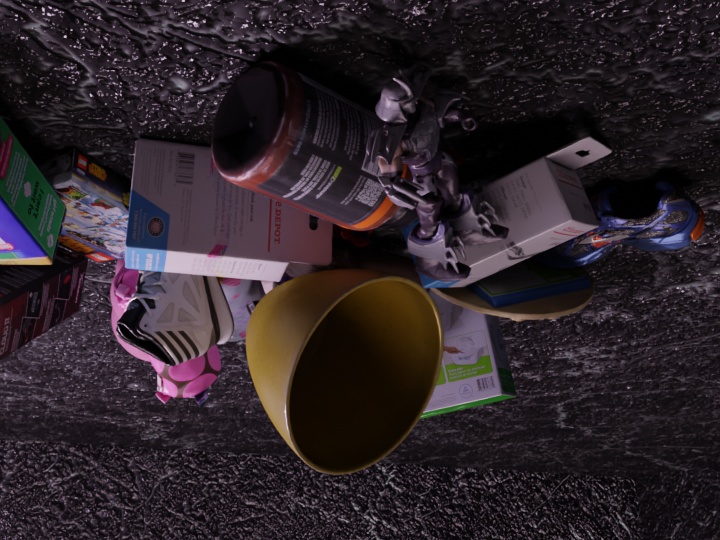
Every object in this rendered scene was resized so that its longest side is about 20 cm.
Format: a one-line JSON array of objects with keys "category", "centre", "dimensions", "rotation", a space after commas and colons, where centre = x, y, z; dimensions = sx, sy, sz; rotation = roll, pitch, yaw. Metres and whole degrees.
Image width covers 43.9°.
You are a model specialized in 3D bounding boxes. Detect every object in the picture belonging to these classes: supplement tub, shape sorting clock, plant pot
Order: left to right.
[{"category": "plant pot", "centre": [-0.035, 0.080, 0.896], "dimensions": [0.199, 0.202, 0.141], "rotation": [22, -178, -45]}, {"category": "supplement tub", "centre": [-0.026, -0.098, 0.789], "dimensions": [0.106, 0.108, 0.199], "rotation": [-17, 154, 41]}, {"category": "shape sorting clock", "centre": [0.165, 0.008, 1.017], "dimensions": [0.198, 0.201, 0.040], "rotation": [3, 119, -7]}]

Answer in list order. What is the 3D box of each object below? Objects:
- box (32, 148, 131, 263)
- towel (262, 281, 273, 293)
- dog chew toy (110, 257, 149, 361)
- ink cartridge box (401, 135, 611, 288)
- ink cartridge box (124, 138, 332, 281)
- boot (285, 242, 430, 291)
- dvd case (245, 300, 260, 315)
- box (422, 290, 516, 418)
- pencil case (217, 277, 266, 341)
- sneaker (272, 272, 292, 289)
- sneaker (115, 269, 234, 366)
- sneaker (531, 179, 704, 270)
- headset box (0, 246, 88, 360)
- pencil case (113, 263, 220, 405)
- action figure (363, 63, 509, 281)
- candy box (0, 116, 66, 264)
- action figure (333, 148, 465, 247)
[{"category": "box", "centre": [-0.303, -0.065, 0.992], "dimensions": [0.136, 0.040, 0.200], "rotation": [-9, 158, 23]}, {"category": "towel", "centre": [-0.097, 0.018, 1.234], "dimensions": [0.199, 0.033, 0.190], "rotation": [15, 155, -36]}, {"category": "dog chew toy", "centre": [-0.269, 0.034, 1.163], "dimensions": [0.123, 0.126, 0.201], "rotation": [2, 146, -3]}, {"category": "ink cartridge box", "centre": [0.154, -0.051, 0.869], "dimensions": [0.199, 0.067, 0.116], "rotation": [-26, 168, 25]}, {"category": "ink cartridge box", "centre": [-0.130, -0.056, 0.898], "dimensions": [0.198, 0.116, 0.068], "rotation": [6, 160, -13]}, {"category": "boot", "centre": [0.000, 0.000, 1.028], "dimensions": [0.184, 0.065, 0.200], "rotation": [10, 178, 0]}, {"category": "dvd case", "centre": [-0.068, 0.102, 1.131], "dimensions": [0.016, 0.150, 0.200], "rotation": [-32, 172, 14]}, {"category": "box", "centre": [0.086, 0.103, 1.193], "dimensions": [0.198, 0.178, 0.097], "rotation": [-17, 165, 18]}, {"category": "pencil case", "centre": [-0.158, 0.007, 1.077], "dimensions": [0.090, 0.083, 0.201], "rotation": [-26, 153, -18]}, {"category": "sneaker", "centre": [-0.020, 0.058, 1.115], "dimensions": [0.199, 0.081, 0.083], "rotation": [37, 124, -10]}, {"category": "sneaker", "centre": [-0.210, 0.006, 0.933], "dimensions": [0.075, 0.202, 0.115], "rotation": [-8, -163, 40]}, {"category": "sneaker", "centre": [0.262, -0.059, 0.967], "dimensions": [0.198, 0.076, 0.078], "rotation": [-13, 140, 28]}, {"category": "headset box", "centre": [-0.416, 0.021, 0.976], "dimensions": [0.147, 0.076, 0.200], "rotation": [20, -160, 8]}, {"category": "pencil case", "centre": [-0.231, 0.068, 1.068], "dimensions": [0.093, 0.091, 0.201], "rotation": [-33, 136, -20]}, {"category": "action figure", "centre": [0.060, -0.084, 0.747], "dimensions": [0.069, 0.131, 0.201], "rotation": [13, 146, 35]}, {"category": "candy box", "centre": [-0.395, -0.086, 0.826], "dimensions": [0.167, 0.078, 0.201], "rotation": [-1, 149, 11]}, {"category": "action figure", "centre": [0.010, -0.068, 0.928], "dimensions": [0.098, 0.066, 0.199], "rotation": [-1, 166, -41]}]
